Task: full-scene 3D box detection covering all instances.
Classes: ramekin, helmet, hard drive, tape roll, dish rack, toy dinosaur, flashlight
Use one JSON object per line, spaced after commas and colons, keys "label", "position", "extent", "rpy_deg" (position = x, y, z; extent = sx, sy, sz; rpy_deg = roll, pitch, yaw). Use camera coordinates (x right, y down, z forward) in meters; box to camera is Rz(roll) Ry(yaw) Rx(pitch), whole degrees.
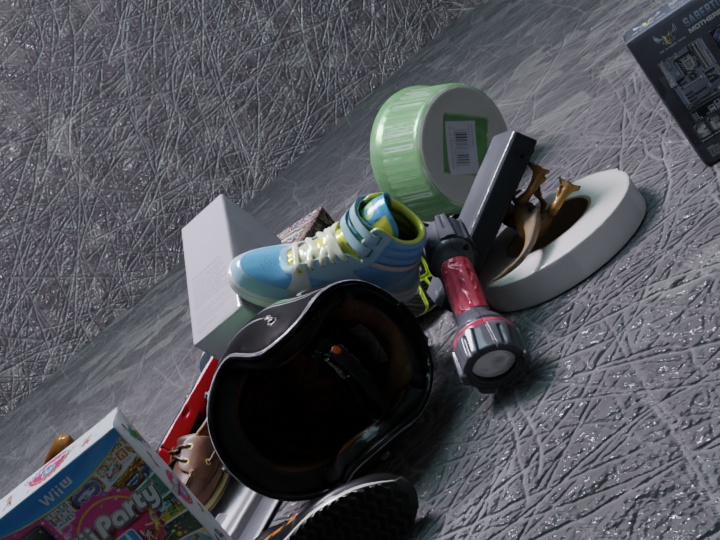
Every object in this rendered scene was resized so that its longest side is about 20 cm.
{"label": "ramekin", "position": [0.121, -0.173, 1.456], "extent": [0.200, 0.200, 0.098], "rpy_deg": [-45, 23, -27]}
{"label": "helmet", "position": [-0.045, 0.115, 0.954], "extent": [0.191, 0.200, 0.200], "rpy_deg": [-38, 10, 40]}
{"label": "hard drive", "position": [0.130, -0.053, 1.120], "extent": [0.140, 0.033, 0.200], "rpy_deg": [-102, 35, -85]}
{"label": "tape roll", "position": [0.212, -0.034, 1.093], "extent": [0.203, 0.037, 0.203], "rpy_deg": [-36, 13, 10]}
{"label": "dish rack", "position": [-0.155, 0.254, 1.079], "extent": [0.171, 0.044, 0.200], "rpy_deg": [-28, 18, 32]}
{"label": "toy dinosaur", "position": [0.182, -0.051, 1.067], "extent": [0.200, 0.060, 0.106], "rpy_deg": [-74, 9, -74]}
{"label": "flashlight", "position": [0.101, 0.023, 0.963], "extent": [0.068, 0.068, 0.200], "rpy_deg": [-49, 35, 28]}

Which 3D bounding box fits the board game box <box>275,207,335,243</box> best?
{"label": "board game box", "position": [-0.059, 0.038, 1.291], "extent": [0.097, 0.160, 0.200], "rpy_deg": [-32, 15, 22]}

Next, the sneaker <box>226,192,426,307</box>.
{"label": "sneaker", "position": [-0.028, -0.027, 0.998], "extent": [0.131, 0.200, 0.080], "rpy_deg": [106, 157, -50]}

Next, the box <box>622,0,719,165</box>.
{"label": "box", "position": [0.387, -0.224, 1.004], "extent": [0.200, 0.158, 0.051], "rpy_deg": [-34, 14, 20]}

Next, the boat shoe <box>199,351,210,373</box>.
{"label": "boat shoe", "position": [-0.158, 0.117, 1.284], "extent": [0.201, 0.074, 0.063], "rpy_deg": [91, -172, -61]}

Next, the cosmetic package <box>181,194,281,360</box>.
{"label": "cosmetic package", "position": [-0.131, 0.019, 1.108], "extent": [0.071, 0.101, 0.200], "rpy_deg": [-38, 37, 17]}

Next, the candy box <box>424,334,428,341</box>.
{"label": "candy box", "position": [-0.038, 0.095, 1.132], "extent": [0.200, 0.117, 0.056], "rpy_deg": [-32, 22, 25]}

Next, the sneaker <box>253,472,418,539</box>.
{"label": "sneaker", "position": [-0.043, 0.221, 0.838], "extent": [0.200, 0.070, 0.090], "rpy_deg": [-39, 17, 5]}

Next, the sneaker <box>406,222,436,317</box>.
{"label": "sneaker", "position": [0.068, 0.015, 1.267], "extent": [0.076, 0.075, 0.200], "rpy_deg": [-54, 2, 29]}

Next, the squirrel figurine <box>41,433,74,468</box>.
{"label": "squirrel figurine", "position": [-0.364, 0.334, 1.237], "extent": [0.200, 0.141, 0.187], "rpy_deg": [-48, 19, 23]}

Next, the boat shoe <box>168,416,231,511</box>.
{"label": "boat shoe", "position": [-0.172, 0.203, 1.053], "extent": [0.072, 0.068, 0.200], "rpy_deg": [-24, 21, 45]}

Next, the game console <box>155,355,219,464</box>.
{"label": "game console", "position": [-0.200, 0.190, 1.184], "extent": [0.200, 0.031, 0.177], "rpy_deg": [111, -179, -61]}

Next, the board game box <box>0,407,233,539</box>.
{"label": "board game box", "position": [-0.212, 0.248, 0.909], "extent": [0.147, 0.200, 0.064], "rpy_deg": [-39, 14, -2]}
